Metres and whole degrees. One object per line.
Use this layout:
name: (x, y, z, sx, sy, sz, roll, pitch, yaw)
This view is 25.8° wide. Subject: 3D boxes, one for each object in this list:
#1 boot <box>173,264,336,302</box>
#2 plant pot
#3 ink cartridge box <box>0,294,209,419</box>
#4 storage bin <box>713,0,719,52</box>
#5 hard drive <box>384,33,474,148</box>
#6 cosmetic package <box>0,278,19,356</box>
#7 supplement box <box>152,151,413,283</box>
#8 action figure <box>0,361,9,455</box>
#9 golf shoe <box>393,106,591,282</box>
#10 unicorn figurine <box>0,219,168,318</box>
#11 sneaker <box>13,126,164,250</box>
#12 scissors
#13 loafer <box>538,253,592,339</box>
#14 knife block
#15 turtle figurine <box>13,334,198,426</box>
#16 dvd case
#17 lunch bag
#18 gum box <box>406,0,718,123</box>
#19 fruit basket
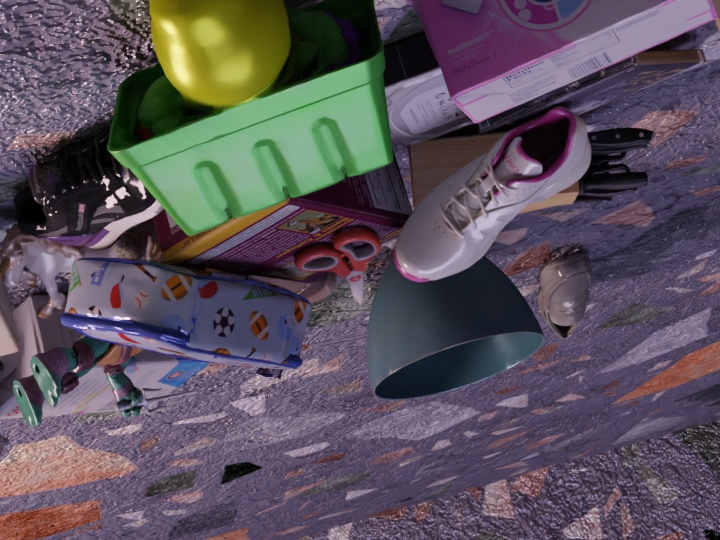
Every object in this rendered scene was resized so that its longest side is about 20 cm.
boot: (-0.087, -0.004, 1.504, 0.145, 0.071, 0.199, 13, 169, -30)
plant pot: (0.090, 0.046, 1.747, 0.198, 0.136, 0.200, -16, 163, -5)
ink cartridge box: (-0.277, 0.087, 1.616, 0.199, 0.085, 0.144, -2, 156, -41)
storage bin: (0.385, -0.229, 1.269, 0.199, 0.094, 0.198, -23, 162, 18)
hard drive: (0.104, -0.167, 1.288, 0.198, 0.038, 0.140, -20, 162, 7)
cosmetic package: (-0.364, 0.022, 1.361, 0.103, 0.074, 0.200, -14, 163, -8)
supplement box: (-0.067, -0.067, 1.318, 0.130, 0.104, 0.199, -28, 159, 29)
action figure: (-0.442, 0.150, 1.544, 0.192, 0.105, 0.200, 25, 133, -15)
golf shoe: (0.106, -0.069, 1.303, 0.200, 0.075, 0.092, -40, 167, -6)
unicorn figurine: (-0.257, -0.009, 1.388, 0.199, 0.074, 0.138, -24, 156, -29)
sneaker: (-0.211, -0.069, 1.235, 0.087, 0.076, 0.200, 3, 154, -33)
scissors: (0.000, 0.000, 1.387, 0.073, 0.014, 0.200, -23, 161, 11)
loafer: (0.262, 0.033, 1.974, 0.069, 0.070, 0.200, -17, 162, -1)
knife block: (0.166, -0.096, 1.439, 0.199, 0.065, 0.175, 1, 171, -43)
turtle figurine: (-0.226, 0.078, 1.492, 0.199, 0.101, 0.150, -23, 150, -34)
dvd case: (0.203, -0.155, 1.353, 0.148, 0.016, 0.200, -23, 177, 29)
lunch bag: (-0.148, 0.040, 1.345, 0.159, 0.076, 0.199, 2, 169, 42)
gum box: (0.134, -0.196, 1.100, 0.199, 0.114, 0.066, -22, 161, 15)
fruit basket: (-0.085, -0.145, 1.075, 0.213, 0.156, 0.217, -2, 120, -3)
